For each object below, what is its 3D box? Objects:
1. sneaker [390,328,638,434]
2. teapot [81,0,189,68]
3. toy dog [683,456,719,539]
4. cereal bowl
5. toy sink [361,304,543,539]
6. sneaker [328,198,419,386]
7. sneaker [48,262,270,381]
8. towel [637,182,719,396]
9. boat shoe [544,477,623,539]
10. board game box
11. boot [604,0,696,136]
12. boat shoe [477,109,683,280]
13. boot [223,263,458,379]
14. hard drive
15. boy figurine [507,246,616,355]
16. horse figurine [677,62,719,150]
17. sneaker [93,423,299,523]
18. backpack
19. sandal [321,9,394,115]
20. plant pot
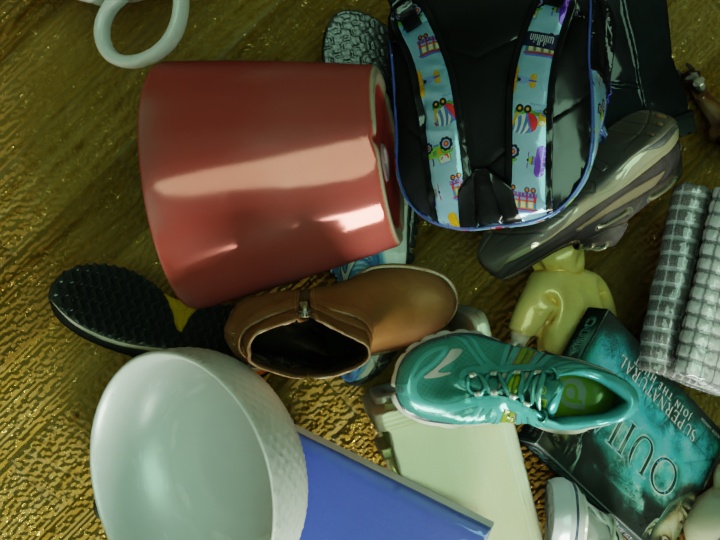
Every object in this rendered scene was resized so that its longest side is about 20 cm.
[{"bbox_3d":[0.121,0.087,0.906,0.197,0.080,0.079,5,87,-15],"label":"sneaker"},{"bbox_3d":[-0.216,-0.281,0.948,0.197,0.201,0.146,36,109,-23],"label":"teapot"},{"bbox_3d":[0.363,0.224,1.004,0.192,0.200,0.141,-17,92,-6],"label":"toy dog"},{"bbox_3d":[-0.115,0.154,0.907,0.198,0.083,0.203,6,100,36],"label":"cereal bowl"},{"bbox_3d":[0.068,0.143,1.006,0.111,0.130,0.203,-14,94,-5],"label":"toy sink"},{"bbox_3d":[0.000,0.000,1.035,0.089,0.078,0.203,6,87,12],"label":"sneaker"},{"bbox_3d":[-0.170,0.062,0.999,0.198,0.090,0.071,16,51,-4],"label":"sneaker"},{"bbox_3d":[0.321,0.028,1.018,0.199,0.085,0.168,21,80,-45],"label":"towel"},{"bbox_3d":[0.189,0.222,0.993,0.066,0.200,0.075,0,67,8],"label":"boat shoe"},{"bbox_3d":[0.232,0.146,1.024,0.200,0.028,0.136,42,70,-27],"label":"board game box"},{"bbox_3d":[0.191,-0.179,1.039,0.198,0.076,0.170,-17,94,-9],"label":"boot"},{"bbox_3d":[0.191,-0.049,0.980,0.199,0.075,0.074,-35,119,2],"label":"boat shoe"},{"bbox_3d":[-0.005,0.039,0.902,0.197,0.155,0.078,0,95,-10],"label":"boot"},{"bbox_3d":[-0.008,0.218,0.943,0.198,0.025,0.133,24,103,12],"label":"hard drive"},{"bbox_3d":[0.176,0.043,1.042,0.123,0.064,0.203,-10,91,-32],"label":"boy figurine"},{"bbox_3d":[0.369,-0.100,1.050,0.199,0.133,0.050,30,108,-14],"label":"horse figurine"},{"bbox_3d":[-0.131,0.164,1.013,0.197,0.076,0.116,-3,90,-9],"label":"sneaker"},{"bbox_3d":[0.116,-0.126,0.940,0.180,0.134,0.203,-5,79,22],"label":"backpack"},{"bbox_3d":[0.038,-0.148,1.045,0.200,0.045,0.075,41,92,-20],"label":"sandal"},{"bbox_3d":[-0.061,-0.078,0.934,0.175,0.200,0.203,-7,92,8],"label":"plant pot"}]
